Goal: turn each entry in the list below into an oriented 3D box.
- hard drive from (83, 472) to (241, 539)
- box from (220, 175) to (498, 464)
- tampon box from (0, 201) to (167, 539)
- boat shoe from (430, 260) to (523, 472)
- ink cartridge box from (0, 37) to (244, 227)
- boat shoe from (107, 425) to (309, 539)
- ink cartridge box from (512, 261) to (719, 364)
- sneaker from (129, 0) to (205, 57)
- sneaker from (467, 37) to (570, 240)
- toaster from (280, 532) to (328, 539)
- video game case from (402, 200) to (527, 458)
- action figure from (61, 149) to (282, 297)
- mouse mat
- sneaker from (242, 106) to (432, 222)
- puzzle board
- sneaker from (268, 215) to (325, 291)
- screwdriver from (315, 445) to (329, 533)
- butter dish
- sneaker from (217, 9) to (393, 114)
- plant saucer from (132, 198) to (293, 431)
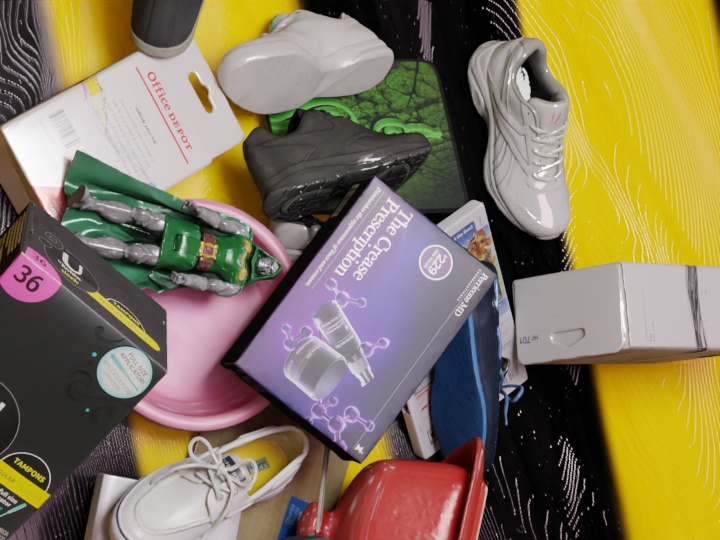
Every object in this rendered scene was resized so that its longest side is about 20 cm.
[{"bbox_3d":[-0.179,0.282,1.694,0.131,0.027,0.201,14,83,-27],"label":"hard drive"},{"bbox_3d":[-0.001,0.042,1.701,0.141,0.079,0.200,38,80,-11],"label":"box"},{"bbox_3d":[-0.269,0.080,1.574,0.150,0.126,0.200,40,102,-18],"label":"tampon box"},{"bbox_3d":[0.111,0.089,1.814,0.068,0.084,0.201,-18,118,-40],"label":"boat shoe"},{"bbox_3d":[-0.211,-0.112,1.719,0.200,0.067,0.117,-32,100,-28],"label":"ink cartridge box"},{"bbox_3d":[-0.117,0.176,1.665,0.201,0.086,0.075,-18,70,-42],"label":"boat shoe"},{"bbox_3d":[0.264,0.043,1.897,0.199,0.146,0.086,4,80,-41],"label":"ink cartridge box"},{"bbox_3d":[-0.150,-0.288,1.723,0.074,0.106,0.201,10,52,-9],"label":"sneaker"},{"bbox_3d":[0.164,-0.129,1.913,0.078,0.099,0.201,-18,92,-30],"label":"sneaker"},{"bbox_3d":[-0.102,0.298,1.647,0.199,0.114,0.130,-7,95,-9],"label":"toaster"},{"bbox_3d":[0.081,0.055,1.842,0.143,0.018,0.201,-35,125,-28],"label":"video game case"},{"bbox_3d":[-0.154,-0.022,1.678,0.199,0.055,0.119,13,84,-31],"label":"action figure"},{"bbox_3d":[0.003,-0.126,1.853,0.199,0.008,0.162,-2,69,-29],"label":"mouse mat"},{"bbox_3d":[-0.019,-0.108,1.782,0.199,0.076,0.091,-12,64,-42],"label":"sneaker"},{"bbox_3d":[-0.084,0.176,1.781,0.150,0.017,0.201,25,72,-25],"label":"puzzle board"},{"bbox_3d":[0.000,0.000,1.829,0.199,0.075,0.082,9,97,-29],"label":"sneaker"},{"bbox_3d":[-0.031,0.145,1.752,0.029,0.028,0.201,29,44,-17],"label":"screwdriver"},{"bbox_3d":[0.016,0.239,1.748,0.147,0.200,0.201,14,75,-7],"label":"butter dish"},{"bbox_3d":[-0.065,-0.198,1.806,0.199,0.075,0.089,-10,56,-47],"label":"sneaker"},{"bbox_3d":[-0.147,0.040,1.733,0.199,0.051,0.202,4,79,-20],"label":"plant saucer"}]
